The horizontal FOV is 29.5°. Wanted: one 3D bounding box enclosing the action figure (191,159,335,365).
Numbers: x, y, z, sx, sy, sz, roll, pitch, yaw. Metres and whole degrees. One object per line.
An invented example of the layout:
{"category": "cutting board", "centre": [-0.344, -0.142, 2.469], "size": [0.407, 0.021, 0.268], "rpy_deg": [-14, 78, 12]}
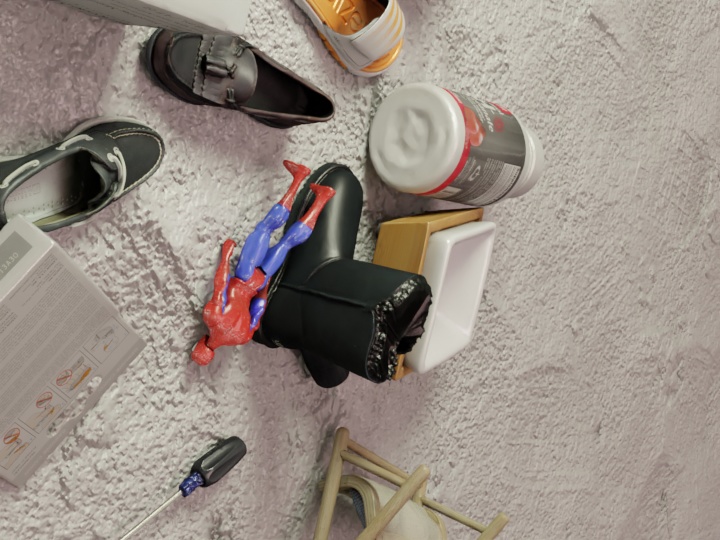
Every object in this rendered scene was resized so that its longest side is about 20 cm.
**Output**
{"category": "action figure", "centre": [-0.097, -0.001, 1.244], "size": [0.065, 0.052, 0.201], "rpy_deg": [42, 72, -44]}

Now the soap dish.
{"category": "soap dish", "centre": [0.067, 0.015, 1.389], "size": [0.200, 0.081, 0.158], "rpy_deg": [-18, 122, -68]}

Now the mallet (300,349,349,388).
{"category": "mallet", "centre": [-0.002, 0.023, 1.389], "size": [0.200, 0.041, 0.066], "rpy_deg": [-60, 143, -28]}

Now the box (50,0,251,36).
{"category": "box", "centre": [-0.174, -0.291, 0.988], "size": [0.199, 0.130, 0.201], "rpy_deg": [9, 94, -53]}

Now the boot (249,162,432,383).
{"category": "boot", "centre": [0.000, 0.000, 1.271], "size": [0.076, 0.168, 0.201], "rpy_deg": [46, 63, -48]}

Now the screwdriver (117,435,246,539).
{"category": "screwdriver", "centre": [-0.169, 0.209, 1.222], "size": [0.200, 0.029, 0.028], "rpy_deg": [-41, 130, -45]}

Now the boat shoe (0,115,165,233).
{"category": "boat shoe", "centre": [-0.217, -0.069, 1.055], "size": [0.200, 0.060, 0.076], "rpy_deg": [-31, 124, -44]}

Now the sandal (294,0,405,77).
{"category": "sandal", "centre": [-0.006, -0.246, 1.279], "size": [0.207, 0.059, 0.079], "rpy_deg": [37, 72, -51]}

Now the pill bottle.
{"category": "pill bottle", "centre": [0.108, -0.125, 1.422], "size": [0.200, 0.110, 0.111], "rpy_deg": [6, 95, -53]}

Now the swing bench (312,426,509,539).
{"category": "swing bench", "centre": [0.026, 0.301, 1.434], "size": [0.199, 0.129, 0.201], "rpy_deg": [39, 75, -51]}

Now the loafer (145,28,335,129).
{"category": "loafer", "centre": [-0.097, -0.167, 1.181], "size": [0.200, 0.063, 0.072], "rpy_deg": [15, 88, -53]}

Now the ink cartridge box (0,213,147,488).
{"category": "ink cartridge box", "centre": [-0.260, 0.067, 1.037], "size": [0.161, 0.050, 0.200], "rpy_deg": [-49, 157, -11]}
